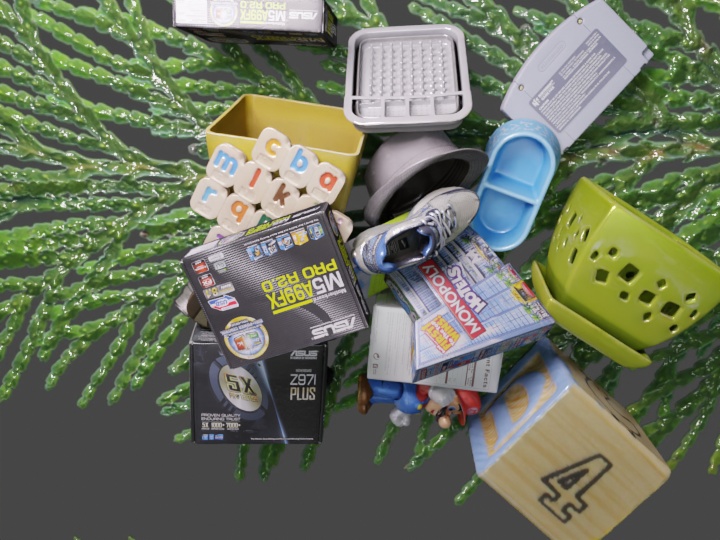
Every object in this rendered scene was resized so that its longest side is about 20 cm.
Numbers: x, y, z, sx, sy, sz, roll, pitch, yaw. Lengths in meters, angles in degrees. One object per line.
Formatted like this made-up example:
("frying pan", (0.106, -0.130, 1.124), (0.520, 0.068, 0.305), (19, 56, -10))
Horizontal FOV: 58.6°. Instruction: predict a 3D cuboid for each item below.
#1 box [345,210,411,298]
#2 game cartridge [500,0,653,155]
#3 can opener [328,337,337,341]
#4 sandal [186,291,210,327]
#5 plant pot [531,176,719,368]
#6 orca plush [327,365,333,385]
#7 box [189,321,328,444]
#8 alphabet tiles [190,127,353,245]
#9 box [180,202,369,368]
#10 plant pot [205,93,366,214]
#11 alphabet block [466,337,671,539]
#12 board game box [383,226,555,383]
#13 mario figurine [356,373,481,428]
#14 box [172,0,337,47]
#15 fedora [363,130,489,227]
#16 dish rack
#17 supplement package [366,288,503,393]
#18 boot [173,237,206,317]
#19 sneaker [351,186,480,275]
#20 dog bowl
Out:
("box", (0.000, 0.000, 0.935), (0.198, 0.123, 0.048), (-26, 65, -16))
("game cartridge", (0.304, -0.278, 0.927), (0.133, 0.042, 0.200), (42, 103, -2))
("can opener", (-0.128, 0.075, 1.025), (0.196, 0.067, 0.054), (9, 103, 2))
("sandal", (-0.160, 0.005, 0.890), (0.199, 0.055, 0.082), (-41, 105, 20))
("plant pot", (0.360, 0.007, 0.911), (0.198, 0.199, 0.183), (32, 110, -4))
("orca plush", (-0.143, 0.158, 1.044), (0.198, 0.071, 0.106), (29, 104, -3))
("box", (-0.150, 0.165, 0.959), (0.196, 0.086, 0.167), (3, 109, -7))
("alphabet tiles", (-0.113, -0.072, 0.821), (0.198, 0.015, 0.197), (30, 111, -7))
("box", (-0.105, 0.022, 0.817), (0.197, 0.044, 0.163), (-17, 108, 11))
("plant pot", (-0.098, -0.128, 0.920), (0.196, 0.201, 0.179), (8, 119, 2))
("alphabet block", (0.301, 0.261, 0.974), (0.199, 0.196, 0.197), (40, 105, -6))
("board game box", (0.126, 0.053, 0.890), (0.198, 0.062, 0.201), (-29, 67, -15))
("mario figurine", (0.092, 0.215, 1.016), (0.196, 0.123, 0.108), (1, 98, 4))
("box", (-0.136, -0.342, 0.881), (0.196, 0.160, 0.045), (4, 102, 3))
("fedora", (0.078, -0.143, 0.922), (0.200, 0.175, 0.091), (-46, 62, 42))
("dish rack", (0.065, -0.261, 0.891), (0.168, 0.203, 0.044), (-2, 146, 5))
("supplement package", (0.114, 0.103, 0.988), (0.196, 0.117, 0.120), (6, 102, 2))
("boot", (-0.181, 0.040, 1.000), (0.197, 0.068, 0.133), (18, 79, 8))
("sneaker", (0.089, -0.047, 0.856), (0.198, 0.085, 0.078), (-31, 108, -16))
("dog bowl", (0.221, -0.119, 0.944), (0.110, 0.050, 0.203), (20, 114, 5))
